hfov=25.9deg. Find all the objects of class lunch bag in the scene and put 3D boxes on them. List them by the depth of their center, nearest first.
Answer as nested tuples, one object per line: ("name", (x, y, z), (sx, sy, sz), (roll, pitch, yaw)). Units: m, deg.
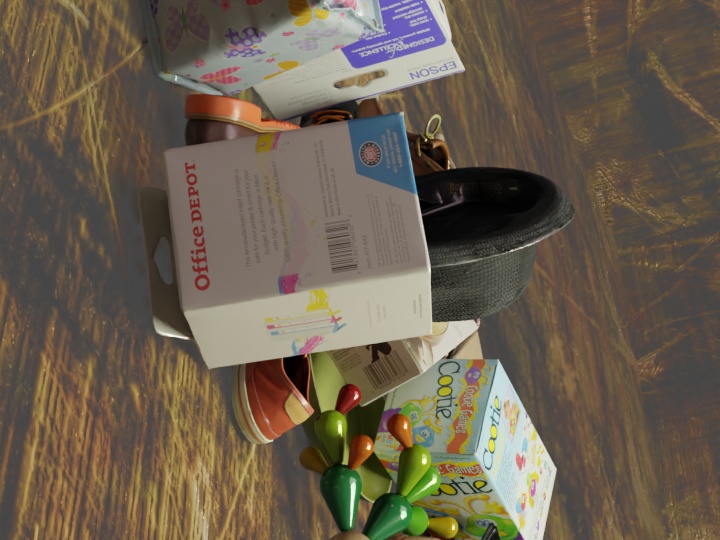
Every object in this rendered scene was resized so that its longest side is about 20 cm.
("lunch bag", (-0.088, -0.263, 1.260), (0.127, 0.169, 0.201), (7, 66, -61))

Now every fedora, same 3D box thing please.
("fedora", (0.079, -0.014, 1.292), (0.201, 0.200, 0.092), (-73, 159, -64))

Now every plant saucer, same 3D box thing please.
("plant saucer", (-0.020, 0.115, 1.409), (0.200, 0.031, 0.201), (-17, 90, -76))

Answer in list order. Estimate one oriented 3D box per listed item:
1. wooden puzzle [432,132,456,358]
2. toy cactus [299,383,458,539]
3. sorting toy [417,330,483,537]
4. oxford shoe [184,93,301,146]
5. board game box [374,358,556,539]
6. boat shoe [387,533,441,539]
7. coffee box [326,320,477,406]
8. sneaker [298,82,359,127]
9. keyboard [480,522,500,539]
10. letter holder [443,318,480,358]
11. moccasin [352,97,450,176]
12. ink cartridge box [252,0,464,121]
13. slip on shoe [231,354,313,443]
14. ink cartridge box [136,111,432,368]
("wooden puzzle", (0.076, -0.017, 1.659), (0.200, 0.037, 0.185), (-110, -151, -45))
("toy cactus", (0.004, 0.209, 1.279), (0.165, 0.102, 0.200), (-44, 114, -38))
("sorting toy", (0.089, 0.185, 1.609), (0.200, 0.036, 0.186), (-49, 134, -49))
("oxford shoe", (-0.098, -0.095, 1.311), (0.200, 0.071, 0.073), (15, 81, -69))
("board game box", (0.102, 0.180, 1.483), (0.200, 0.103, 0.105), (60, 38, -46))
("boat shoe", (0.055, 0.280, 1.450), (0.200, 0.072, 0.065), (51, 47, -74))
("coffee box", (0.000, 0.000, 1.362), (0.200, 0.080, 0.113), (58, 35, 0))
("sneaker", (-0.025, -0.110, 1.505), (0.077, 0.078, 0.200), (78, 6, -53))
("keyboard", (0.076, 0.330, 1.431), (0.200, 0.040, 0.104), (-54, 144, -35))
("letter holder", (0.050, -0.011, 1.574), (0.101, 0.142, 0.201), (32, 44, -69))
("moccasin", (0.056, -0.095, 1.438), (0.201, 0.078, 0.074), (54, -4, 45))
("ink cartridge box", (-0.028, -0.226, 1.412), (0.200, 0.198, 0.043), (55, 27, -52))
("slip on shoe", (-0.066, 0.048, 1.258), (0.074, 0.061, 0.200), (56, 22, -44))
("ink cartridge box", (-0.055, -0.017, 1.139), (0.125, 0.199, 0.129), (81, 0, -67))
